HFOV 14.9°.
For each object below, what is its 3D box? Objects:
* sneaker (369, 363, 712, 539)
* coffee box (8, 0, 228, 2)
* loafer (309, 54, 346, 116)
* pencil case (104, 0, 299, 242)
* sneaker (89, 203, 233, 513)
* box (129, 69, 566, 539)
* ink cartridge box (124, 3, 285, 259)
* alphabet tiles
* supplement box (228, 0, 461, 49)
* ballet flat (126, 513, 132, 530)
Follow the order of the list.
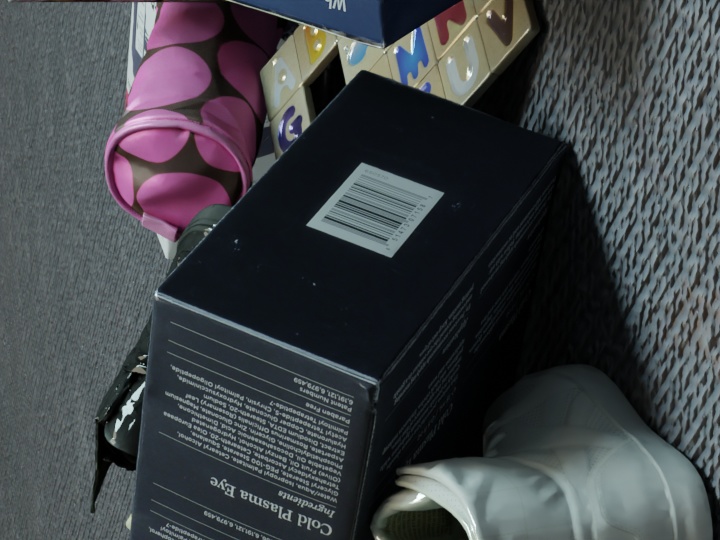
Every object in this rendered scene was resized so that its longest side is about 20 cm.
[{"bbox_3d":[0.055,0.086,1.120,0.200,0.115,0.074,-149,56,-73],"label":"sneaker"},{"bbox_3d":[-0.078,-0.198,1.395,0.080,0.199,0.114,148,119,-69],"label":"coffee box"},{"bbox_3d":[-0.016,-0.049,1.450,0.072,0.063,0.201,123,142,-64],"label":"loafer"},{"bbox_3d":[-0.083,-0.098,1.450,0.094,0.090,0.200,-54,14,35],"label":"pencil case"},{"bbox_3d":[-0.091,0.053,1.387,0.105,0.060,0.200,-65,2,-29],"label":"sneaker"},{"bbox_3d":[-0.008,0.048,1.177,0.200,0.104,0.183,-50,-26,-49],"label":"box"},{"bbox_3d":[-0.087,-0.130,1.653,0.145,0.084,0.201,-117,28,-55],"label":"ink cartridge box"},{"bbox_3d":[0.016,-0.089,1.293,0.200,0.008,0.168,-47,42,40],"label":"alphabet tiles"},{"bbox_3d":[-0.031,-0.228,1.135,0.199,0.134,0.201,20,126,32],"label":"supplement box"},{"bbox_3d":[-0.073,0.062,1.489,0.201,0.069,0.069,-68,15,-5],"label":"ballet flat"}]
